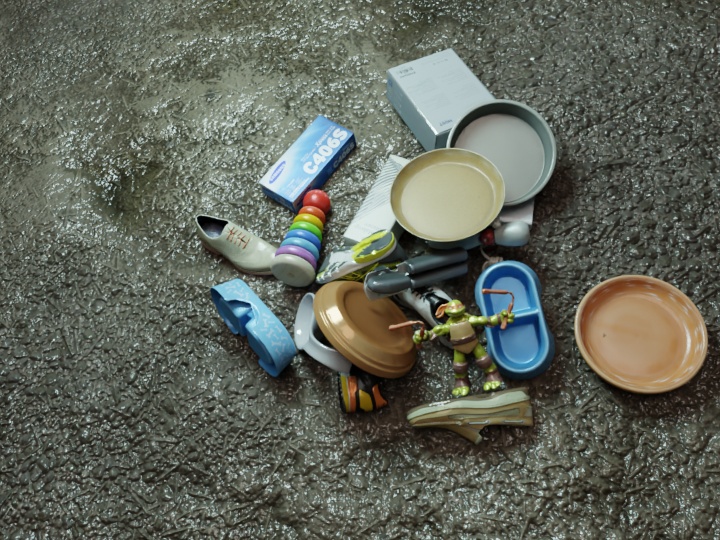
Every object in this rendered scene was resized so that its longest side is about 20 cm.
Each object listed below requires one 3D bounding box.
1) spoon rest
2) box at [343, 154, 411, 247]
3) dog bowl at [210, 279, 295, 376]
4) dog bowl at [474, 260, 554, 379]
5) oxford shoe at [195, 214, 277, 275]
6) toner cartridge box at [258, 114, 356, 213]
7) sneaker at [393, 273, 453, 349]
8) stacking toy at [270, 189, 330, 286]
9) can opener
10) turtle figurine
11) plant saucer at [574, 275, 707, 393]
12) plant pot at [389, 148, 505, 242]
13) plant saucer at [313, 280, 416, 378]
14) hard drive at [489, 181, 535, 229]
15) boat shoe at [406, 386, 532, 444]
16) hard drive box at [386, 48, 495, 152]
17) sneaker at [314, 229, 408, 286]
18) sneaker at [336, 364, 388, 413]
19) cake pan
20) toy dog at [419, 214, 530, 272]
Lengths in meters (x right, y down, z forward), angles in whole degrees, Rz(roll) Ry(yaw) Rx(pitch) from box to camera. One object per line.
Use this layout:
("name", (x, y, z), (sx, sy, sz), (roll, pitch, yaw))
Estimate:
("spoon rest", (-0.075, 0.105, 1.065), (0.200, 0.060, 0.100), (39, 114, 58))
("box", (0.051, -0.115, 1.197), (0.082, 0.068, 0.201), (21, 68, 19))
("dog bowl", (-0.185, 0.094, 1.104), (0.049, 0.112, 0.200), (-33, 61, -24))
("dog bowl", (0.252, 0.079, 1.042), (0.111, 0.050, 0.201), (-13, 79, 13))
("oxford shoe", (-0.235, -0.049, 1.209), (0.199, 0.074, 0.071), (20, 67, 18))
("toner cartridge box", (-0.105, -0.219, 1.291), (0.095, 0.043, 0.200), (31, 72, 23))
("sneaker", (0.117, 0.046, 1.099), (0.074, 0.080, 0.200), (-42, 63, -10))
("stacking toy", (-0.101, -0.073, 1.193), (0.085, 0.086, 0.201), (8, 57, 13))
("can opener", (0.097, 0.010, 1.058), (0.199, 0.053, 0.066), (-16, 28, -23))
("turtle figurine", (0.156, 0.113, 1.002), (0.199, 0.064, 0.162), (-16, 102, 5))
("plant saucer", (0.450, 0.105, 1.027), (0.199, 0.038, 0.201), (-4, 63, 8))
("plant pot", (0.150, -0.128, 1.102), (0.199, 0.028, 0.201), (-5, 59, 9))
("plant saucer", (0.015, 0.086, 1.040), (0.038, 0.200, 0.200), (-52, 60, 27))
("hard drive", (0.230, -0.147, 1.208), (0.199, 0.027, 0.133), (7, 64, 13))
("boat shoe", (0.174, 0.237, 1.001), (0.199, 0.072, 0.077), (-11, 78, 6))
("hard drive box", (0.165, -0.337, 1.274), (0.155, 0.077, 0.201), (-23, 61, -14))
("sneaker", (0.000, 0.000, 1.121), (0.199, 0.085, 0.075), (-21, 34, 42))
("sneaker", (0.005, 0.143, 1.081), (0.089, 0.070, 0.201), (0, 64, -5))
("cake pan", (0.257, -0.213, 1.167), (0.199, 0.037, 0.202), (0, 83, 4))
("toy dog", (0.199, -0.066, 1.137), (0.199, 0.133, 0.096), (18, 29, 13))
